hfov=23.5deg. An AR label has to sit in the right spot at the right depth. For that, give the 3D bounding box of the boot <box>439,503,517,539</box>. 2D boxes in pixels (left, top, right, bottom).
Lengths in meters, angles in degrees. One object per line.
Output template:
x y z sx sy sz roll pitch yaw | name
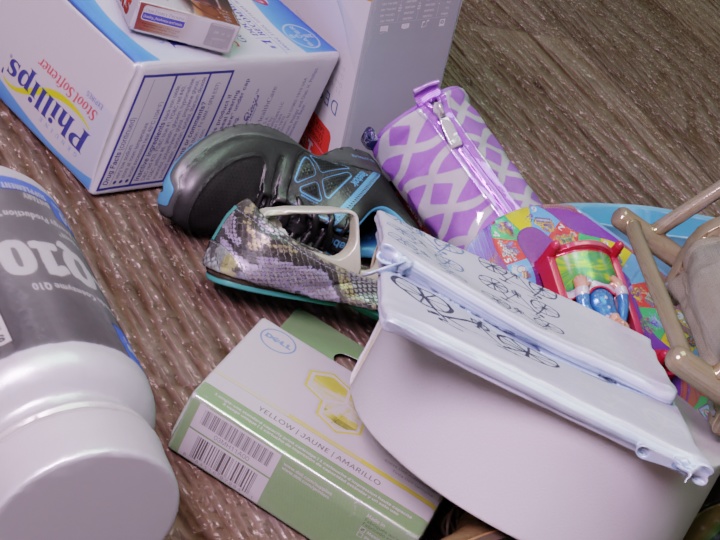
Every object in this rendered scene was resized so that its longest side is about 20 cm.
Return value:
0.065 0.150 0.932 0.075 0.074 0.199 34 18 26 | boot

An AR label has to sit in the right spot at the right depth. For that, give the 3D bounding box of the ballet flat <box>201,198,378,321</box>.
0.000 0.000 1.091 0.199 0.072 0.072 18 30 -24 | ballet flat

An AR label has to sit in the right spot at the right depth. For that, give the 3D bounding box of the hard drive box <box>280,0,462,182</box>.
-0.004 -0.186 1.257 0.076 0.201 0.156 -12 44 -28 | hard drive box

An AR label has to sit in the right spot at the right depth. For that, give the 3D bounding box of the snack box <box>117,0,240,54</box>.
-0.140 -0.212 1.156 0.071 0.024 0.201 10 33 -29 | snack box

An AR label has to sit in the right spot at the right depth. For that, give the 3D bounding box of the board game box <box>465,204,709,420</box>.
0.158 0.029 1.083 0.199 0.039 0.158 37 50 4 | board game box

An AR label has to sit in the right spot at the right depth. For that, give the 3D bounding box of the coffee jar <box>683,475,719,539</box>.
0.237 0.202 0.975 0.104 0.086 0.200 5 36 -37 | coffee jar

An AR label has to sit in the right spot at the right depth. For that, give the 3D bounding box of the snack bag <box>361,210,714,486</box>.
0.088 0.033 0.911 0.187 0.022 0.200 27 13 -5 | snack bag

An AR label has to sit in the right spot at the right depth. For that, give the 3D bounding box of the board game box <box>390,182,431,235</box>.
0.082 -0.038 1.297 0.102 0.020 0.201 7 36 -32 | board game box

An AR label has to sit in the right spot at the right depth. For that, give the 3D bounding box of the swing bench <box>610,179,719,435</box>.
0.261 0.045 0.995 0.200 0.129 0.199 51 15 -20 | swing bench

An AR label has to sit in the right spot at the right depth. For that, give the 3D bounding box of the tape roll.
0.096 0.081 0.946 0.201 0.071 0.203 25 14 -7 | tape roll

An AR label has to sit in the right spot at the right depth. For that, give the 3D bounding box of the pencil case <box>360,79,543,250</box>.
0.091 -0.036 1.180 0.084 0.086 0.201 -32 78 -28 | pencil case

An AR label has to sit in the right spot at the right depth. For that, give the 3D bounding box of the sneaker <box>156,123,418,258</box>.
-0.041 -0.045 1.138 0.199 0.074 0.082 -1 39 -43 | sneaker

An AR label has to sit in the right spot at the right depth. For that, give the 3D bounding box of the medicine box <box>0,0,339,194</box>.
-0.150 -0.154 1.188 0.182 0.103 0.199 43 31 25 | medicine box

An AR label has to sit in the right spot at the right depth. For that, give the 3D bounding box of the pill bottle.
-0.165 0.051 0.828 0.113 0.114 0.201 5 37 -37 | pill bottle

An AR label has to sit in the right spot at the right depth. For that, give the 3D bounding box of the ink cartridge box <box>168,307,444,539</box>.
-0.005 0.080 0.998 0.145 0.048 0.200 31 31 6 | ink cartridge box

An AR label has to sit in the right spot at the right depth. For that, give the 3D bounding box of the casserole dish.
0.223 -0.021 1.301 0.120 0.039 0.199 -5 11 -36 | casserole dish
